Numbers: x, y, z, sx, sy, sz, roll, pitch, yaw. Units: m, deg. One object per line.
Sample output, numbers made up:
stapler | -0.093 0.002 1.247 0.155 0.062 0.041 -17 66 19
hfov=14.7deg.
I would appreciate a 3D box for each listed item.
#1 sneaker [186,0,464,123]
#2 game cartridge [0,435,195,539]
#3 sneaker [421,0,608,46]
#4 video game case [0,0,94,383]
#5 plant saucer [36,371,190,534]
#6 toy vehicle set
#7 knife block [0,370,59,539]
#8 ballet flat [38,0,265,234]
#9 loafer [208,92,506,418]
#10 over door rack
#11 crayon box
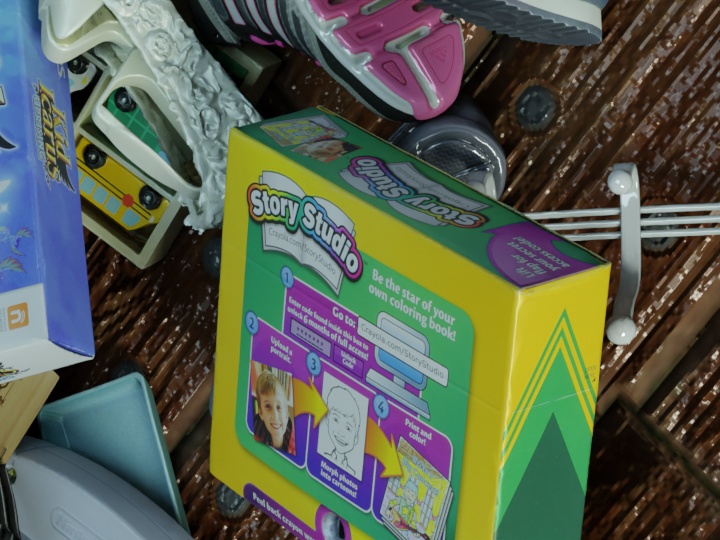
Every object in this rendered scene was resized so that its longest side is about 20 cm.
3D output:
sneaker | -0.030 -0.130 1.304 0.200 0.074 0.088 44 143 19
game cartridge | -0.137 0.168 1.382 0.199 0.041 0.134 33 117 33
sneaker | 0.035 -0.164 1.220 0.070 0.199 0.083 5 78 47
video game case | -0.222 -0.036 1.345 0.180 0.045 0.202 -15 71 23
plant saucer | -0.108 0.156 1.397 0.070 0.019 0.201 -19 82 28
toy vehicle set | -0.150 -0.110 1.382 0.199 0.026 0.125 37 112 11
knife block | -0.240 0.095 1.379 0.199 0.064 0.176 19 69 40
ballet flat | -0.108 -0.102 1.307 0.072 0.072 0.200 -40 86 23
loafer | 0.000 0.000 1.320 0.072 0.063 0.200 32 113 -17
over door rack | 0.119 0.053 1.225 0.147 0.067 0.202 -2 90 14
crayon box | 0.016 0.045 1.202 0.200 0.058 0.174 31 124 45
